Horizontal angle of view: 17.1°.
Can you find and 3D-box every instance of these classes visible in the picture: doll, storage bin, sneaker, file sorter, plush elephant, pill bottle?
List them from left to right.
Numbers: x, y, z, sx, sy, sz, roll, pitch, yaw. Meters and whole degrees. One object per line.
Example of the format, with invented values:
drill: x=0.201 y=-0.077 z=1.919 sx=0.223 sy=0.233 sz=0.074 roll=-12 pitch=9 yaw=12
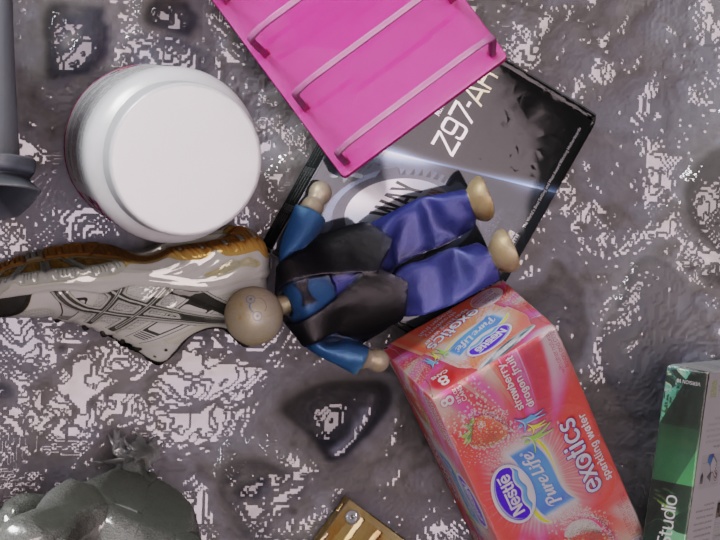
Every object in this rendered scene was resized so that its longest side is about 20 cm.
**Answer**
storage bin: x=-0.281 y=-0.109 z=1.524 sx=0.145 sy=0.200 sz=0.134 roll=2 pitch=84 yaw=-13
plush elephant: x=-0.181 y=0.214 z=1.596 sx=0.165 sy=0.200 sz=0.155 roll=23 pitch=113 yaw=-12
sneaker: x=-0.159 y=0.026 z=1.617 sx=0.200 sy=0.076 sz=0.088 roll=-5 pitch=108 yaw=-6
pill bottle: x=-0.128 y=-0.077 z=1.548 sx=0.113 sy=0.200 sz=0.113 roll=-1 pitch=95 yaw=-12
file sorter: x=-0.017 y=-0.186 z=1.572 sx=0.139 sy=0.125 sz=0.200 roll=-36 pitch=87 yaw=0
doll: x=0.000 y=0.000 z=1.612 sx=0.200 sy=0.048 sz=0.137 roll=-22 pitch=84 yaw=-14

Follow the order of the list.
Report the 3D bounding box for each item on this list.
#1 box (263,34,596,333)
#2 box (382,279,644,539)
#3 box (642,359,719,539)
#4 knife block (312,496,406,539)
box: x=0.048 y=-0.062 z=1.670 sx=0.160 sy=0.044 sz=0.200 roll=30 pitch=89 yaw=-14
box: x=0.108 y=0.123 z=1.650 sx=0.103 sy=0.095 sz=0.200 roll=-29 pitch=117 yaw=-8
box: x=0.242 y=0.164 z=1.693 sx=0.036 sy=0.144 sz=0.200 roll=8 pitch=93 yaw=28
knife block: x=0.068 y=0.258 z=1.705 sx=0.200 sy=0.176 sz=0.064 roll=34 pitch=85 yaw=31
